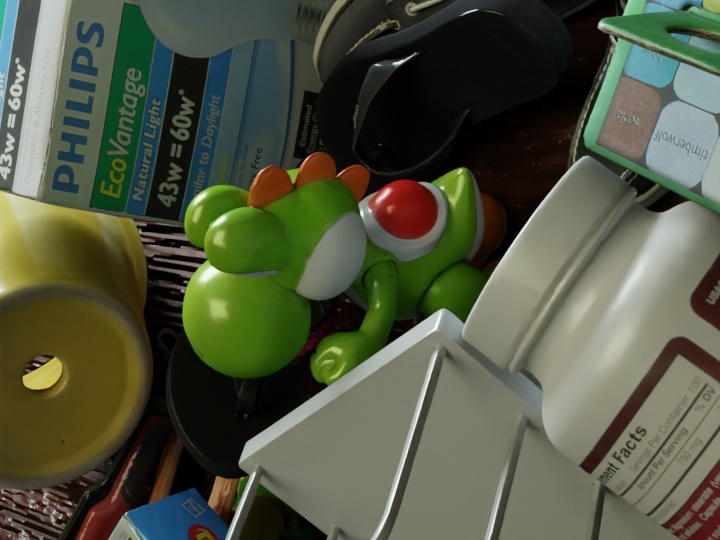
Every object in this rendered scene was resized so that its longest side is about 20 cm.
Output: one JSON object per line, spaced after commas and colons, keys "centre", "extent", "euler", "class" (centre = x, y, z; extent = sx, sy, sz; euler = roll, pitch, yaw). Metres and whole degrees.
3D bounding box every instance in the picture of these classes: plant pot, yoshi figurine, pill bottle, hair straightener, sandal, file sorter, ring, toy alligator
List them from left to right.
{"centre": [-0.211, 0.029, 1.007], "extent": [0.189, 0.199, 0.203], "euler": [42, 115, 56], "class": "plant pot"}
{"centre": [-0.157, 0.123, 1.062], "extent": [0.202, 0.041, 0.077], "euler": [-68, 25, 14], "class": "hair straightener"}
{"centre": [-0.089, 0.117, 0.959], "extent": [0.200, 0.019, 0.203], "euler": [-161, 90, -75], "class": "ring"}
{"centre": [-0.062, 0.178, 0.951], "extent": [0.059, 0.054, 0.202], "euler": [-89, 19, -75], "class": "toy alligator"}
{"centre": [-0.042, 0.013, 0.880], "extent": [0.201, 0.075, 0.045], "euler": [-65, 7, -27], "class": "sandal"}
{"centre": [-0.009, 0.008, 0.803], "extent": [0.112, 0.199, 0.113], "euler": [-5, 81, 47], "class": "yoshi figurine"}
{"centre": [0.028, -0.084, 0.837], "extent": [0.043, 0.076, 0.200], "euler": [-60, 13, -26], "class": "sandal"}
{"centre": [0.048, 0.146, 0.691], "extent": [0.138, 0.200, 0.125], "euler": [-36, 21, 39], "class": "file sorter"}
{"centre": [0.142, 0.047, 0.626], "extent": [0.199, 0.113, 0.114], "euler": [36, 115, 9], "class": "pill bottle"}

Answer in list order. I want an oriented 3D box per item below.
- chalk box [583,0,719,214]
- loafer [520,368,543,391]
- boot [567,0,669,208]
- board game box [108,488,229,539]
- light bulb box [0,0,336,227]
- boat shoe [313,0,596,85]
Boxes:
{"centre": [0.173, -0.075, 0.605], "extent": [0.125, 0.199, 0.125], "euler": [33, 108, 45], "class": "chalk box"}
{"centre": [0.097, 0.041, 0.738], "extent": [0.197, 0.075, 0.070], "euler": [-8, 58, 11], "class": "loafer"}
{"centre": [0.111, -0.126, 0.720], "extent": [0.074, 0.153, 0.205], "euler": [48, 119, 41], "class": "boot"}
{"centre": [-0.084, 0.252, 0.848], "extent": [0.196, 0.056, 0.201], "euler": [46, 121, 20], "class": "board game box"}
{"centre": [-0.110, -0.128, 0.939], "extent": [0.124, 0.199, 0.201], "euler": [13, 94, 49], "class": "light bulb box"}
{"centre": [0.050, -0.129, 0.854], "extent": [0.199, 0.072, 0.063], "euler": [-30, 59, 37], "class": "boat shoe"}
